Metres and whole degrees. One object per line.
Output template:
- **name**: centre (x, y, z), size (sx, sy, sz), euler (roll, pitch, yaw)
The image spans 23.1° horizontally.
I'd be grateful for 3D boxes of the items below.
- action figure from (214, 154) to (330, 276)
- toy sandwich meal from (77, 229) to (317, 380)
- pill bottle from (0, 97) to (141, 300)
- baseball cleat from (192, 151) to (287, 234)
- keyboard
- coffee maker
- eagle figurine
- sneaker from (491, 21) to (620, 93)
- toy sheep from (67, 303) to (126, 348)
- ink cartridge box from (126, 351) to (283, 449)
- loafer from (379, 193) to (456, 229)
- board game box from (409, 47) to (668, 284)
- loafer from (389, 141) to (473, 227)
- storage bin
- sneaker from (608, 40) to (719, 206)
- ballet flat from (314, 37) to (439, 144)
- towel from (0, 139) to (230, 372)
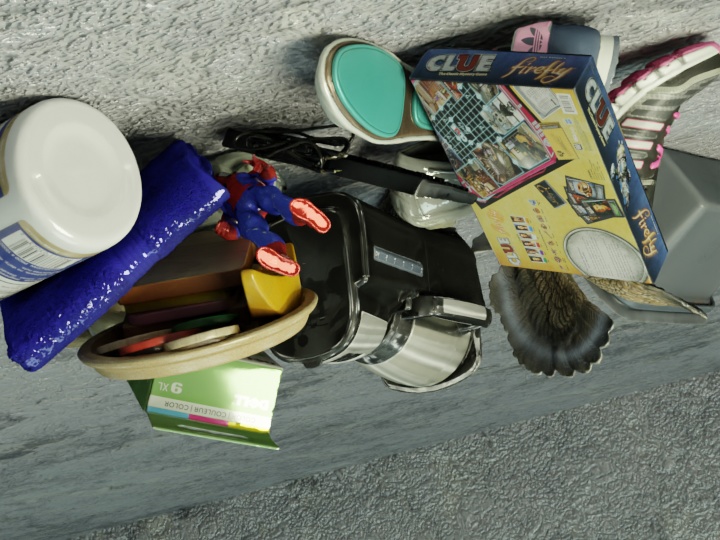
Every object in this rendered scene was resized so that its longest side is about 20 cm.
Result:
- **action figure**: centre (-0.077, -0.047, 1.295), size (0.051, 0.066, 0.200), euler (30, -178, -20)
- **toy sandwich meal**: centre (-0.124, 0.021, 1.320), size (0.203, 0.071, 0.205), euler (-12, -169, 2)
- **pill bottle**: centre (-0.259, -0.040, 1.269), size (0.199, 0.112, 0.111), euler (-22, 163, 40)
- **baseball cleat**: centre (-0.156, -0.041, 1.449), size (0.198, 0.070, 0.106), euler (-13, 167, 12)
- **keyboard**: centre (-0.013, -0.090, 1.312), size (0.199, 0.040, 0.104), euler (15, -173, 36)
- **coffee maker**: centre (0.000, 0.000, 1.485), size (0.134, 0.193, 0.200), euler (-36, 151, 21)
- **eagle figurine**: centre (0.177, -0.007, 1.496), size (0.151, 0.201, 0.151), euler (-33, 167, 16)
- **sneaker**: centre (0.122, -0.140, 1.312), size (0.081, 0.071, 0.200), euler (14, 162, -11)
- **toy sheep**: centre (-0.193, 0.032, 1.616), size (0.137, 0.139, 0.200), euler (-15, -179, 18)
- **ink cartridge box**: centre (-0.125, 0.088, 1.425), size (0.103, 0.060, 0.200), euler (13, -176, -14)
- **loafer**: centre (0.042, -0.022, 1.689), size (0.068, 0.076, 0.200), euler (-1, 165, -15)
- **board game box**: centre (0.131, -0.075, 1.273), size (0.135, 0.035, 0.201), euler (8, 143, 34)
- **loafer**: centre (0.115, -0.096, 1.444), size (0.199, 0.070, 0.070), euler (-22, 130, -23)
- **storage bin**: centre (0.301, -0.046, 1.720), size (0.199, 0.146, 0.134), euler (6, 131, -52)
- **sneaker**: centre (0.211, -0.094, 1.366), size (0.200, 0.088, 0.074), euler (-40, -176, 2)
- **ballet flat**: centre (0.014, -0.123, 1.274), size (0.069, 0.070, 0.199), euler (-20, 166, 34)
- **towel**: centre (-0.189, -0.016, 1.311), size (0.200, 0.050, 0.148), euler (-43, -165, -2)
